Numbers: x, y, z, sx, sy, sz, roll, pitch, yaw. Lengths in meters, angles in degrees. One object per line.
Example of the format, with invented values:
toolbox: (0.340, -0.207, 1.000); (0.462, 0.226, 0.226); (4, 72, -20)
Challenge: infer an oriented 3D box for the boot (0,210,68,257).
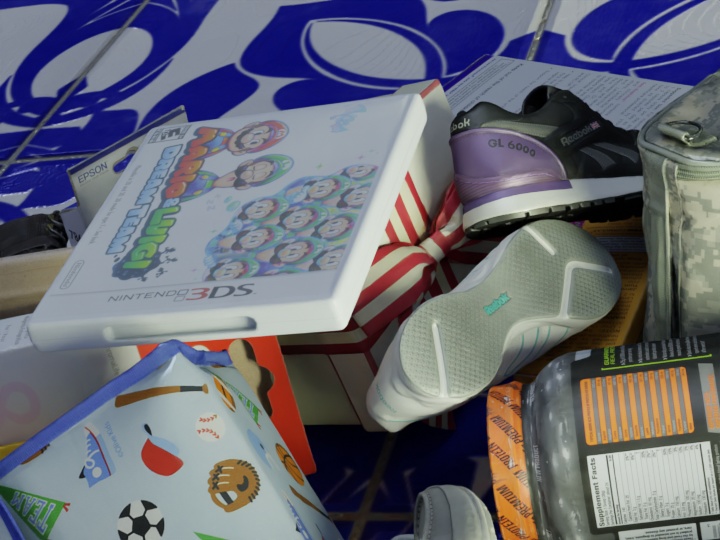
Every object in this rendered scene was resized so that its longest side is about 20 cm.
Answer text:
boot: (-0.243, -0.001, 1.233); (0.198, 0.070, 0.174); (-17, 31, 1)

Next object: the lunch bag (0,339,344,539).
lunch bag: (-0.120, 0.159, 0.797); (0.199, 0.171, 0.124); (-34, -14, 7)

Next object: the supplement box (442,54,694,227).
supplement box: (0.151, -0.084, 1.164); (0.199, 0.102, 0.103); (14, 42, 40)

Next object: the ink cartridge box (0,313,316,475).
ink cartridge box: (-0.142, 0.093, 0.942); (0.198, 0.164, 0.057); (-10, 31, 9)

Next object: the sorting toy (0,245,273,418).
sorting toy: (-0.158, 0.063, 0.973); (0.198, 0.186, 0.037); (-11, 30, 4)

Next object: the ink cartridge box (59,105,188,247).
ink cartridge box: (-0.140, -0.007, 1.069); (0.099, 0.201, 0.039); (-32, 35, -29)

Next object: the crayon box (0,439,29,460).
crayon box: (-0.155, 0.154, 0.888); (0.198, 0.128, 0.051); (-14, -5, 5)

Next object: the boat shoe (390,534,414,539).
boat shoe: (0.104, 0.178, 0.794); (0.201, 0.065, 0.074); (7, 37, 33)

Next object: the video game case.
video game case: (-0.069, -0.030, 0.873); (0.181, 0.024, 0.201); (-5, 35, 21)

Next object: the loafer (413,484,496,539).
loafer: (0.031, 0.160, 0.718); (0.069, 0.071, 0.200); (-1, 21, 0)

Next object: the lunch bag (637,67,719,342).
lunch bag: (0.237, -0.014, 0.923); (0.167, 0.201, 0.139); (-21, 32, -22)

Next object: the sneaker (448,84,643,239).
sneaker: (0.144, -0.078, 0.982); (0.199, 0.088, 0.076); (-7, -11, -34)

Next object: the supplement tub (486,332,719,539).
supplement tub: (0.173, 0.097, 0.839); (0.198, 0.123, 0.123); (-8, 31, 12)

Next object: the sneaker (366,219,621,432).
sneaker: (0.075, 0.030, 0.921); (0.200, 0.071, 0.080); (-27, -12, -38)

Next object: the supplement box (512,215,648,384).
supplement box: (0.158, 0.032, 1.006); (0.068, 0.067, 0.200); (0, 33, 23)

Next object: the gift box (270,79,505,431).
gift box: (0.000, 0.000, 1.024); (0.186, 0.201, 0.185); (-7, 32, 44)
